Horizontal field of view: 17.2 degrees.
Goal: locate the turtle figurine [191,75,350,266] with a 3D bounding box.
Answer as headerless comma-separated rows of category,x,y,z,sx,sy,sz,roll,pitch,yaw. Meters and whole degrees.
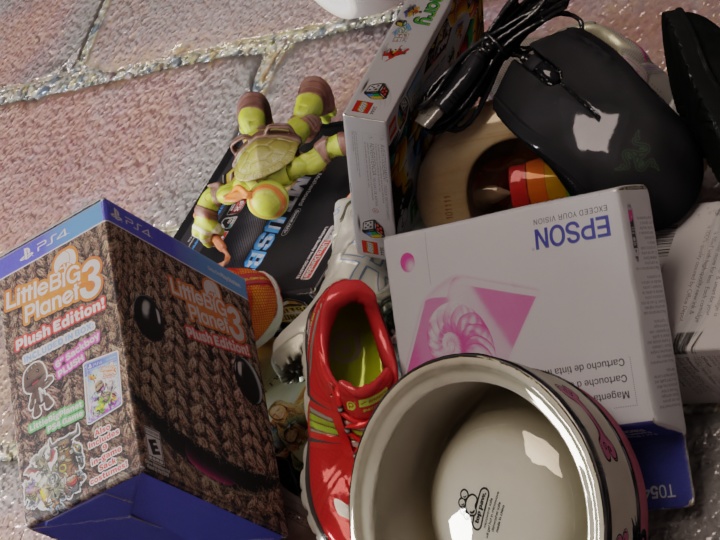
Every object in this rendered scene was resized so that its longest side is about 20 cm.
turtle figurine,-0.073,-0.080,1.786,0.199,0.065,0.162,-27,29,20

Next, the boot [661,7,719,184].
boot,0.291,-0.121,1.540,0.161,0.074,0.199,-14,34,-2

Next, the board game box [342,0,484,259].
board game box,0.041,-0.120,1.659,0.034,0.127,0.201,12,47,17

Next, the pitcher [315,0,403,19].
pitcher,0.023,-0.301,1.973,0.200,0.121,0.171,-46,16,-17

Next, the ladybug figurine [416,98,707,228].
ladybug figurine,0.139,-0.063,1.630,0.198,0.137,0.072,-4,16,13

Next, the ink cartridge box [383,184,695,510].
ink cartridge box,0.109,0.061,1.513,0.195,0.043,0.202,-12,83,40

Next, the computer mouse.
computer mouse,0.137,-0.102,1.548,0.139,0.053,0.200,-46,63,-4

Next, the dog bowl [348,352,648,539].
dog bowl,0.090,0.150,1.458,0.199,0.074,0.202,1,92,41

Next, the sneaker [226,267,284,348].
sneaker,-0.137,0.068,1.723,0.200,0.077,0.073,-53,54,25

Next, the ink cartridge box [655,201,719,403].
ink cartridge box,0.241,0.019,1.500,0.199,0.068,0.117,-5,54,41

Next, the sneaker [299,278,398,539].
sneaker,-0.004,0.101,1.557,0.076,0.085,0.202,-8,72,-10

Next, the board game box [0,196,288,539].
board game box,-0.143,0.082,1.558,0.096,0.159,0.201,-27,57,24

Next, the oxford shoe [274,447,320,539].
oxford shoe,-0.084,0.148,1.645,0.073,0.071,0.200,-46,49,-6

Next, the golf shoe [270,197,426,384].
golf shoe,0.000,0.000,1.687,0.200,0.078,0.097,-36,73,-24

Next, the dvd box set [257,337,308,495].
dvd box set,-0.067,0.136,1.715,0.146,0.029,0.200,-48,38,-3

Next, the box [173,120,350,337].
box,-0.056,-0.031,1.816,0.198,0.050,0.201,-7,42,42

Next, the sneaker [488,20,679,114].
sneaker,0.154,-0.143,1.712,0.199,0.088,0.082,15,67,49

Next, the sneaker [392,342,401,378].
sneaker,0.068,0.036,1.630,0.199,0.086,0.078,-25,42,30
